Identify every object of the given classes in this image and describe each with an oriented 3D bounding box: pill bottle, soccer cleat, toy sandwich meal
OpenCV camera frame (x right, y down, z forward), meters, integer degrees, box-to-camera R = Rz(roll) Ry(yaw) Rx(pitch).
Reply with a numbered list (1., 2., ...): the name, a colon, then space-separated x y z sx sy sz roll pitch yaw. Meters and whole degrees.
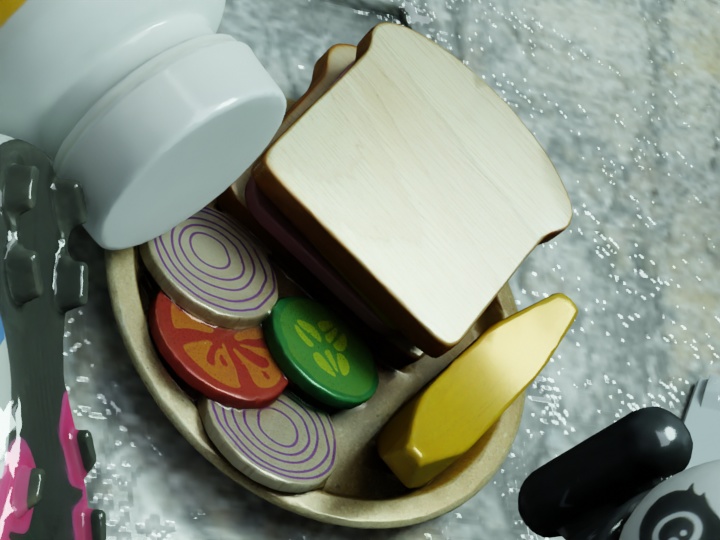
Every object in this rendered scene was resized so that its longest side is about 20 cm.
1. pill bottle: -0.119 -0.109 0.758 0.112 0.113 0.200 -27 73 -42
2. soccer cleat: -0.133 0.056 0.694 0.070 0.086 0.202 27 59 -66
3. toy sandwich meal: 0.000 0.000 0.809 0.204 0.070 0.206 18 53 -25

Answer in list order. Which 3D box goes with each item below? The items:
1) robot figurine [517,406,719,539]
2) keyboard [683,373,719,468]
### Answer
1. robot figurine: 0.097 0.141 0.695 0.150 0.200 0.125 45 47 -2
2. keyboard: 0.229 0.083 0.876 0.199 0.011 0.056 11 52 19
